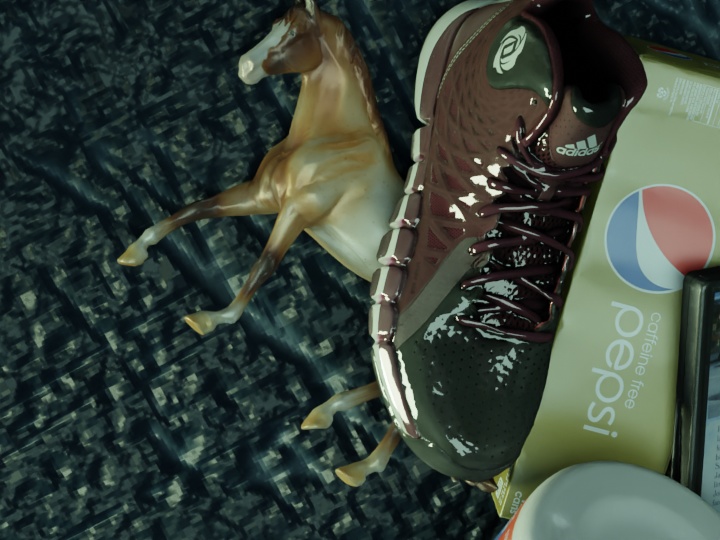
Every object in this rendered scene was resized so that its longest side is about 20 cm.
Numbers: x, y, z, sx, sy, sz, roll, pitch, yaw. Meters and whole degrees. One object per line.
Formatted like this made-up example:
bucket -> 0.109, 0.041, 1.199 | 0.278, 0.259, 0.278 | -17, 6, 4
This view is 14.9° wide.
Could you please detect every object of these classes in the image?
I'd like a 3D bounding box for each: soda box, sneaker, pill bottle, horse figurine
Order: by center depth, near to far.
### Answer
sneaker -> 0.061, -0.024, 1.066 | 0.076, 0.115, 0.200 | 9, 75, -24
pill bottle -> 0.071, 0.176, 1.115 | 0.112, 0.112, 0.200 | 26, 133, -9
horse figurine -> 0.000, 0.000, 1.131 | 0.200, 0.050, 0.133 | 44, 79, -3
soda box -> 0.111, 0.008, 1.137 | 0.064, 0.068, 0.200 | 15, 101, -7

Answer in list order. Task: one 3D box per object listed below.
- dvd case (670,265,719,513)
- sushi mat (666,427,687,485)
dvd case -> 0.190, 0.085, 1.146 | 0.142, 0.018, 0.200 | -9, 113, -27
sushi mat -> 0.181, 0.009, 1.142 | 0.096, 0.012, 0.200 | 4, 107, -46
